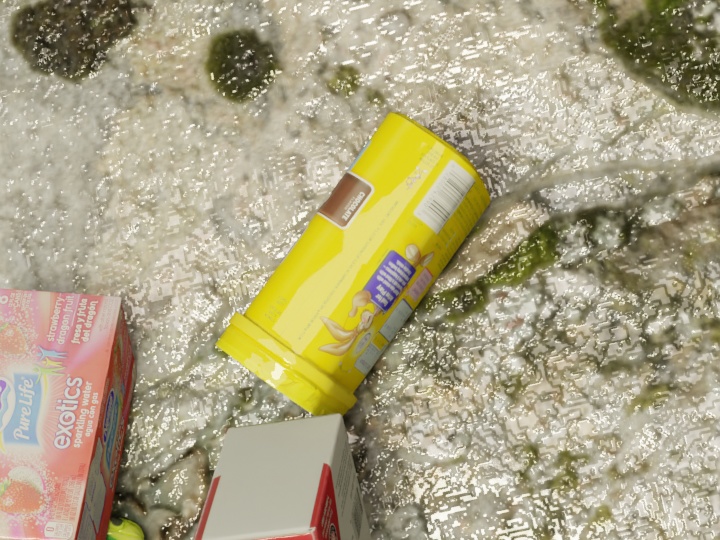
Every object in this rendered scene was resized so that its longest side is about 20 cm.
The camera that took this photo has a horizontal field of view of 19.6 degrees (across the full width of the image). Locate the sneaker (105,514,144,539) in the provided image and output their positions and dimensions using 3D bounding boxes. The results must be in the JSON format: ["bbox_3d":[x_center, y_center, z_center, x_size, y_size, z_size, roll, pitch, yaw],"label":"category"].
[{"bbox_3d":[-0.256,0.213,1.492,0.200,0.074,0.084,-1,77,10],"label":"sneaker"}]

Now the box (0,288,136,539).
[{"bbox_3d":[-0.220,0.122,1.442,0.095,0.103,0.200,4,56,4],"label":"box"}]

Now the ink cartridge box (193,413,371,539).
[{"bbox_3d":[-0.038,0.218,1.371,0.084,0.144,0.200,-8,115,11],"label":"ink cartridge box"}]

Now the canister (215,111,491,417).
[{"bbox_3d":[0.000,0.000,1.441,0.087,0.149,0.200,35,87,14],"label":"canister"}]
